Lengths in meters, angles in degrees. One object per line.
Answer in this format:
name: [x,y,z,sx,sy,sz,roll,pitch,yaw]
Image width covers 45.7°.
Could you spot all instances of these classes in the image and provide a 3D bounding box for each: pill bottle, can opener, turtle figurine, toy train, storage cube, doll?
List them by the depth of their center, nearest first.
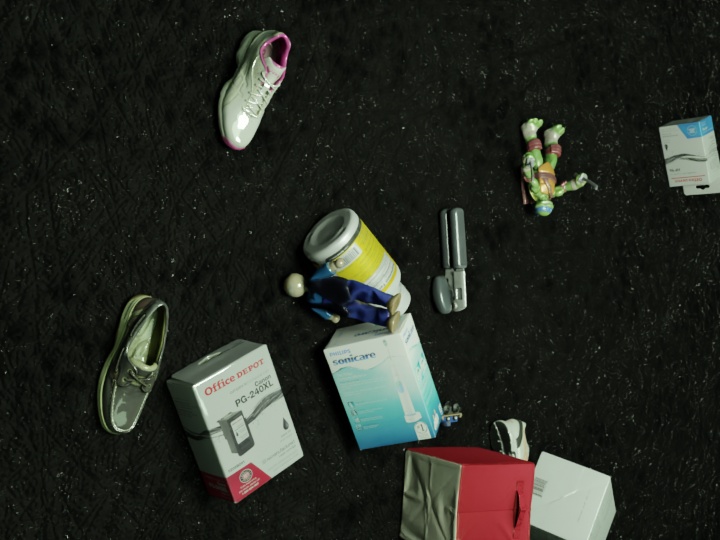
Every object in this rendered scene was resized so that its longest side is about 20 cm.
doll: [-0.033,0.039,1.402,0.049,0.197,0.138,-58,156,-47]
pill bottle: [0.000,0.000,1.468,0.200,0.111,0.112,51,60,-29]
storage cube: [0.194,0.428,1.586,0.178,0.199,0.174,7,86,-33]
toy train: [0.121,0.282,1.623,0.198,0.034,0.047,-1,95,-40]
can opener: [0.171,-0.019,1.652,0.066,0.053,0.203,-6,93,-41]
turtle figurine: [0.403,-0.225,1.775,0.200,0.142,0.197,77,10,-68]

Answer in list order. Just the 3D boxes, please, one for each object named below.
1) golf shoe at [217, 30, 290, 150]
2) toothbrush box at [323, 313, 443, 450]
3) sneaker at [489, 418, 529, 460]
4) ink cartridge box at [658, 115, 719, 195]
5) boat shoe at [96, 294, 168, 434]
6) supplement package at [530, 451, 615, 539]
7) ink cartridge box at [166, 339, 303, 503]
golf shoe: [-0.165,-0.288,1.339,0.075,0.091,0.203,21,78,-40]
toothbrush box: [0.042,0.192,1.471,0.085,0.145,0.202,-56,128,-63]
sneaker: [0.322,0.405,1.772,0.079,0.073,0.203,-8,96,-42]
ink cartridge box: [0.848,-0.284,2.191,0.067,0.115,0.203,-26,106,-36]
boat shoe: [-0.321,0.135,1.221,0.071,0.066,0.204,20,77,-39]
supplement package: [0.428,0.504,1.769,0.153,0.149,0.201,-60,148,-23]
ink cartridge box: [-0.192,0.228,1.322,0.144,0.083,0.203,-28,108,-37]
